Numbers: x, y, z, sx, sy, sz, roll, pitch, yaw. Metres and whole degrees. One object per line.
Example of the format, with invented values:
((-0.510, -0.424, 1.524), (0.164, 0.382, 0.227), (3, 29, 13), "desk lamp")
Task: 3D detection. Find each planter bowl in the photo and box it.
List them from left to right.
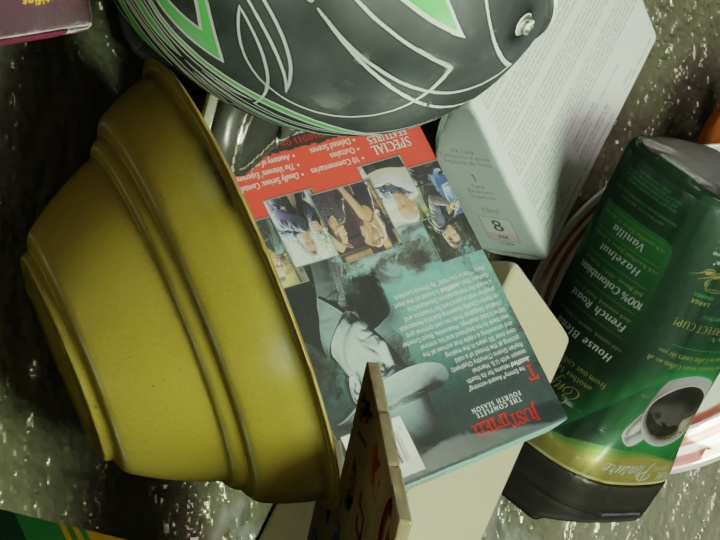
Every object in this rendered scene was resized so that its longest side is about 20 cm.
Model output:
((-0.085, 0.021, 1.043), (0.083, 0.200, 0.201), (-23, 113, -11), "planter bowl")

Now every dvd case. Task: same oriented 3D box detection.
((0.000, 0.000, 1.156), (0.146, 0.022, 0.201), (-18, 76, -45), "dvd case")

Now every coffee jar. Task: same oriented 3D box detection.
((0.140, 0.035, 1.299), (0.104, 0.085, 0.201), (6, 116, -52), "coffee jar")

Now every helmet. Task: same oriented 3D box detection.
((-0.014, -0.151, 1.003), (0.199, 0.199, 0.192), (9, 90, -51), "helmet")

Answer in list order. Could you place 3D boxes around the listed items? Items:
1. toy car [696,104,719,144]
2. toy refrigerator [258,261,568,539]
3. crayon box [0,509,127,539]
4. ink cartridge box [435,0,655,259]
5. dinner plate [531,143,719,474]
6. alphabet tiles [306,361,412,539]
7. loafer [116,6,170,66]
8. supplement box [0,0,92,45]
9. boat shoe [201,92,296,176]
((0.267, -0.043, 1.480), (0.200, 0.175, 0.150), (29, 32, -47), "toy car")
((0.023, 0.094, 1.220), (0.070, 0.076, 0.201), (51, 53, -38), "toy refrigerator")
((-0.109, 0.194, 0.976), (0.058, 0.172, 0.201), (-32, 115, -35), "crayon box")
((0.078, -0.131, 1.286), (0.163, 0.057, 0.200), (-61, 139, -29), "ink cartridge box")
((0.174, 0.020, 1.375), (0.199, 0.024, 0.201), (-9, 118, -16), "dinner plate")
((-0.007, 0.146, 1.030), (0.168, 0.007, 0.201), (-101, -160, -55), "alphabet tiles")
((-0.068, -0.188, 1.122), (0.063, 0.071, 0.201), (4, 94, -70), "loafer")
((-0.179, -0.181, 0.957), (0.110, 0.085, 0.201), (-17, 103, -50), "supplement box")
((-0.021, -0.109, 1.135), (0.067, 0.057, 0.200), (101, 8, -45), "boat shoe")
